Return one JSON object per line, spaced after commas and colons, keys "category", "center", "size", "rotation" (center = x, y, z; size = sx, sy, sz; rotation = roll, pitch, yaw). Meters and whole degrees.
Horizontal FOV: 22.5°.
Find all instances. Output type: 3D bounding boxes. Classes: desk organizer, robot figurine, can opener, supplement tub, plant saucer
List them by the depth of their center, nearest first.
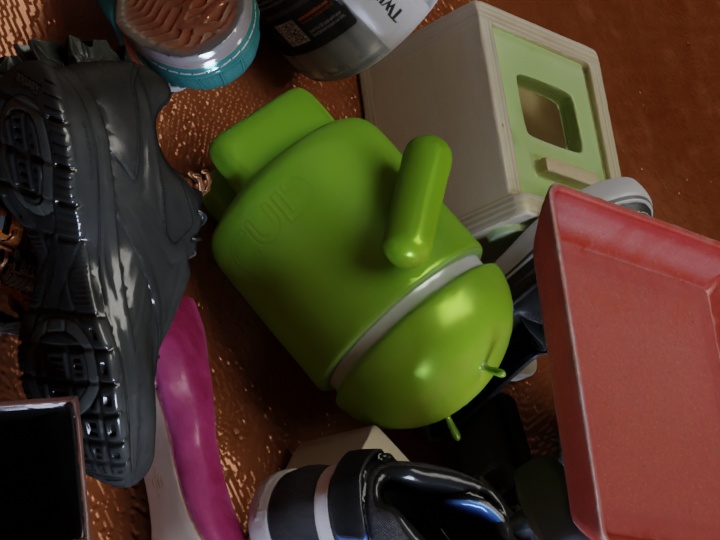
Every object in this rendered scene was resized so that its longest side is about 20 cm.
{"category": "desk organizer", "center": [-0.159, 0.154, 0.765], "size": [0.072, 0.077, 0.201], "rotation": [12, 63, -47]}
{"category": "robot figurine", "center": [0.000, 0.000, 0.976], "size": [0.115, 0.176, 0.200], "rotation": [-34, 75, -29]}
{"category": "plant saucer", "center": [0.167, 0.069, 1.006], "size": [0.199, 0.037, 0.201], "rotation": [15, 60, -44]}
{"category": "can opener", "center": [0.094, 0.114, 1.034], "size": [0.053, 0.067, 0.200], "rotation": [46, 16, -24]}
{"category": "supplement tub", "center": [-0.049, -0.216, 1.047], "size": [0.200, 0.122, 0.123], "rotation": [45, 43, -26]}

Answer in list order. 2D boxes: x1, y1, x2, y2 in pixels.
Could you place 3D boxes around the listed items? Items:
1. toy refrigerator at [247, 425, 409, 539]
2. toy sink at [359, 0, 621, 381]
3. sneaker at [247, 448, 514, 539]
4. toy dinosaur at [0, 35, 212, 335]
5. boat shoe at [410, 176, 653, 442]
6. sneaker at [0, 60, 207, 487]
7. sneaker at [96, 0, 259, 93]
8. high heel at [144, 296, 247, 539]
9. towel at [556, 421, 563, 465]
{"category": "toy refrigerator", "center": [0.032, 0.182, 0.988], "size": [0.200, 0.070, 0.076], "rotation": [48, 49, -22]}
{"category": "toy sink", "center": [0.092, -0.047, 1.136], "size": [0.130, 0.112, 0.201], "rotation": [14, 61, -45]}
{"category": "sneaker", "center": [0.048, 0.158, 0.880], "size": [0.200, 0.112, 0.073], "rotation": [39, 53, -31]}
{"category": "toy dinosaur", "center": [-0.156, -0.039, 0.880], "size": [0.200, 0.102, 0.137], "rotation": [-11, 95, -70]}
{"category": "boat shoe", "center": [0.098, 0.026, 1.057], "size": [0.057, 0.200, 0.069], "rotation": [50, -3, 37]}
{"category": "sneaker", "center": [-0.107, 0.000, 0.822], "size": [0.091, 0.076, 0.201], "rotation": [-19, 113, -43]}
{"category": "sneaker", "center": [-0.087, -0.126, 0.930], "size": [0.080, 0.071, 0.200], "rotation": [60, -5, -32]}
{"category": "high heel", "center": [-0.071, 0.109, 0.903], "size": [0.096, 0.067, 0.200], "rotation": [-31, 83, -41]}
{"category": "towel", "center": [0.160, 0.142, 1.101], "size": [0.166, 0.085, 0.201], "rotation": [58, 28, -61]}
